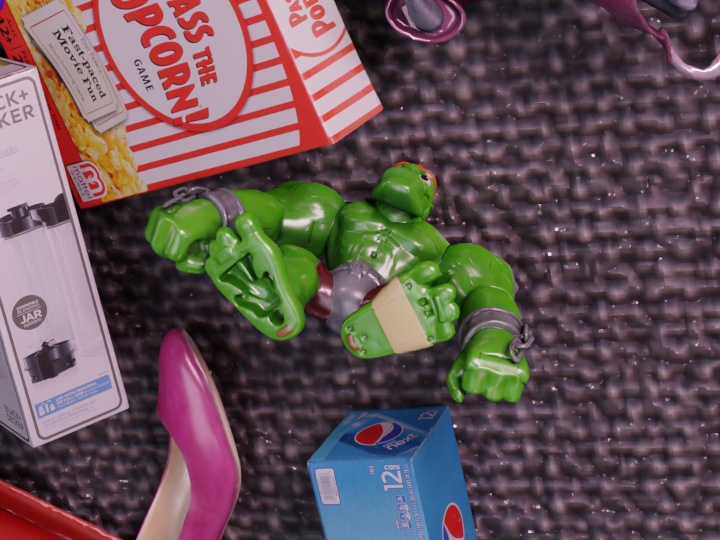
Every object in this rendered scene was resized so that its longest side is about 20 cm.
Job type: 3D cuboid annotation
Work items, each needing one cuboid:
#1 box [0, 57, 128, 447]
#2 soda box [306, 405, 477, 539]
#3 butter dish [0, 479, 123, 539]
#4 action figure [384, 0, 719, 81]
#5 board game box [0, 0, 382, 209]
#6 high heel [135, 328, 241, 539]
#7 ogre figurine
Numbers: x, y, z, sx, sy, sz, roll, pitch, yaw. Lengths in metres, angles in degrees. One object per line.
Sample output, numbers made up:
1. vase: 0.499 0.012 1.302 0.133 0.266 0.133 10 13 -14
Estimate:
1. box: -0.199 -0.016 1.072 0.117 0.060 0.200 18 126 58
2. soda box: 0.031 0.181 1.096 0.064 0.068 0.200 -4 111 23
3. butter dish: -0.250 0.236 1.182 0.199 0.148 0.200 24 118 9
4. action figure: 0.068 -0.164 0.937 0.200 0.134 0.149 -7 153 36
5. board game box: -0.100 -0.123 0.997 0.200 0.046 0.152 -12 108 44
6. high heel: -0.116 0.129 1.118 0.096 0.067 0.200 -14 122 -9
7. ogre figurine: 0.000 0.000 1.001 0.200 0.120 0.098 3 109 18
